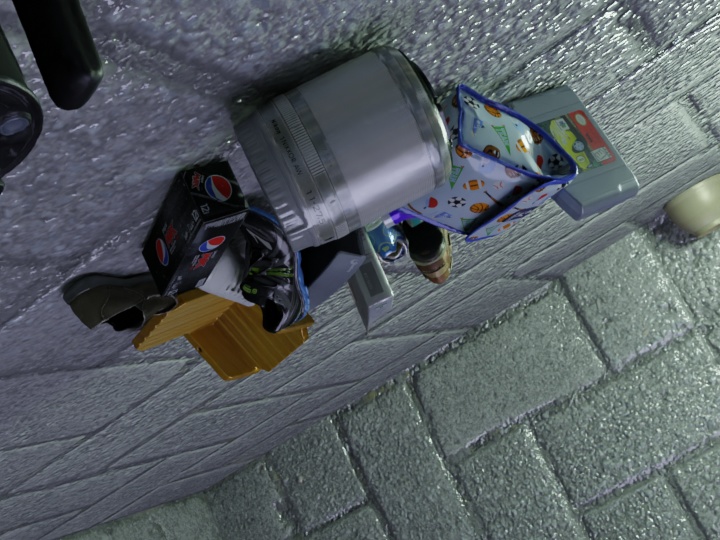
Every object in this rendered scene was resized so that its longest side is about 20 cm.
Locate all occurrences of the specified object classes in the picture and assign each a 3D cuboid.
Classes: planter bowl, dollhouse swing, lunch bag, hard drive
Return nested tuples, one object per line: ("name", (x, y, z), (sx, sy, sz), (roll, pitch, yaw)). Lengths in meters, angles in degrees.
("planter bowl", (1.041, -0.182, 2.948), (0.199, 0.136, 0.200), (-26, 166, -7))
("dollhouse swing", (-0.216, 0.107, 1.502), (0.200, 0.182, 0.176), (-40, -178, 44))
("lunch bag", (0.166, -0.126, 1.301), (0.198, 0.125, 0.170), (20, 145, -25))
("hard drive", (-0.062, -0.033, 1.345), (0.042, 0.136, 0.200), (-2, 159, -29))

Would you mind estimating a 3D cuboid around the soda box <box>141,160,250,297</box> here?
("soda box", (-0.198, -0.046, 1.149), (0.063, 0.071, 0.200), (-17, 163, -33))

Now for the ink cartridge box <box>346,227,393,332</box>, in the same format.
("ink cartridge box", (0.000, 0.000, 1.516), (0.050, 0.162, 0.200), (-22, 166, -4))

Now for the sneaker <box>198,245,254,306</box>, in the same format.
("sneaker", (-0.173, 0.009, 1.336), (0.077, 0.080, 0.200), (-56, 170, 2))

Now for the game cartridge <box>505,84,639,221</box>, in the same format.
("game cartridge", (0.293, -0.170, 1.382), (0.132, 0.201, 0.041), (-22, 159, -23))

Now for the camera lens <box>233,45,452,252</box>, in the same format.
("camera lens", (-0.014, -0.128, 1.019), (0.198, 0.161, 0.160), (-27, 167, -4))

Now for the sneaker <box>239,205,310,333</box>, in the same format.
("sneaker", (-0.122, 0.002, 1.281), (0.083, 0.070, 0.201), (-42, 134, -33))

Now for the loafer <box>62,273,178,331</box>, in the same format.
("loafer", (-0.310, 0.051, 1.288), (0.075, 0.070, 0.199), (-33, 165, 23))

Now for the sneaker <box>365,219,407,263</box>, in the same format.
("sneaker", (0.041, -0.045, 1.613), (0.075, 0.078, 0.200), (-32, 168, 10))

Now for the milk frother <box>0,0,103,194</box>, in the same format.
("milk frother", (-0.263, -0.114, 0.522), (0.199, 0.190, 0.180), (-33, 165, 23))

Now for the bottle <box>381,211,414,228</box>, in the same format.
("bottle", (0.114, -0.131, 1.434), (0.198, 0.066, 0.084), (-29, -151, 6))

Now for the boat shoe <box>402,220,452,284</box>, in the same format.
("boat shoe", (0.112, -0.044, 1.577), (0.075, 0.074, 0.201), (-19, -153, 15))

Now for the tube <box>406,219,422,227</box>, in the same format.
("tube", (0.158, -0.137, 1.567), (0.198, 0.051, 0.077), (-28, -164, -8))
